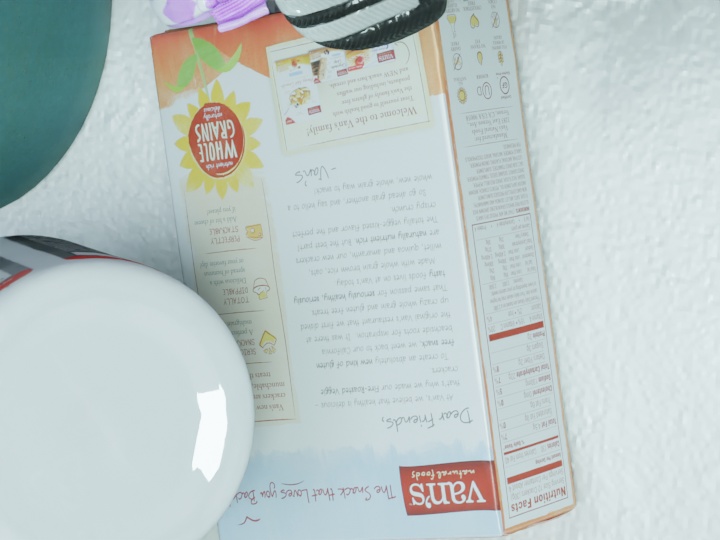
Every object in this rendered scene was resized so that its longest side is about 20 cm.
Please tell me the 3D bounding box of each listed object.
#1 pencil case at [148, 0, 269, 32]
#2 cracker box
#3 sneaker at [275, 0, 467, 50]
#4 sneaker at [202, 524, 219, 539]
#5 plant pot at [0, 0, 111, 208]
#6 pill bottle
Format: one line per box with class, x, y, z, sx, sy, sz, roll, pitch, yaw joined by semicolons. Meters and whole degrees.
pencil case;-0.092;-0.178;0.990;0.084;0.086;0.200;-29;110;25
cracker box;0.000;0.000;1.015;0.134;0.058;0.200;-5;93;36
sneaker;0.059;-0.154;0.943;0.200;0.116;0.075;-17;125;6
sneaker;-0.092;0.176;1.109;0.088;0.075;0.200;6;95;47
plant pot;-0.228;-0.113;1.095;0.200;0.161;0.201;5;100;34
pill bottle;-0.120;0.046;1.023;0.200;0.116;0.116;-165;71;-71
